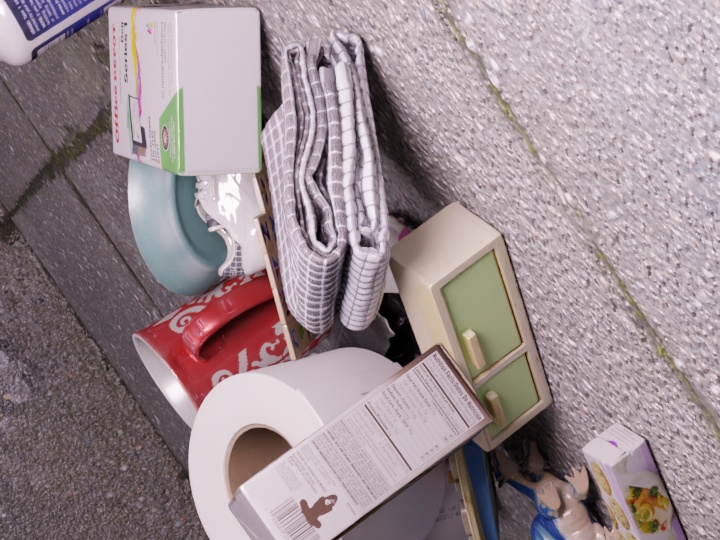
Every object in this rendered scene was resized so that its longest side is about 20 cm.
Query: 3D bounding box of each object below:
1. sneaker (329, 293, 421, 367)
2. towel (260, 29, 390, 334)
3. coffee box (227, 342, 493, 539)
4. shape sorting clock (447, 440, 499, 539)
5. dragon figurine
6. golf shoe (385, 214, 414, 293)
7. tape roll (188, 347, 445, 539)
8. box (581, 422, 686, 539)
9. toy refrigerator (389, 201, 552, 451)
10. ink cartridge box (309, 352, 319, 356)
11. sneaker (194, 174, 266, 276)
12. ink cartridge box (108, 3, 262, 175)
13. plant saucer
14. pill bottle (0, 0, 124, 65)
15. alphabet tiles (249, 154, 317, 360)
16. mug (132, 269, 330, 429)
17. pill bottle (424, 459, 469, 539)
[{"bbox_3d":[0.019,0.067,1.765,0.104,0.060,0.200,51,161,28],"label":"sneaker"},{"bbox_3d":[-0.029,-0.068,1.437,0.166,0.085,0.201,95,168,-67],"label":"towel"},{"bbox_3d":[-0.002,0.155,1.469,0.080,0.200,0.114,54,164,6],"label":"coffee box"},{"bbox_3d":[0.098,0.184,1.645,0.200,0.039,0.201,-8,-90,-84],"label":"shape sorting clock"},{"bbox_3d":[0.187,0.230,1.608,0.201,0.059,0.099,57,167,8],"label":"dragon figurine"},{"bbox_3d":[0.000,0.000,1.628,0.076,0.091,0.200,59,162,-10],"label":"golf shoe"},{"bbox_3d":[-0.040,0.180,1.659,0.202,0.139,0.204,8,103,41],"label":"tape roll"},{"bbox_3d":[0.234,0.212,1.472,0.041,0.039,0.201,33,154,55],"label":"box"},{"bbox_3d":[0.093,0.050,1.486,0.070,0.076,0.201,38,157,44],"label":"toy refrigerator"},{"bbox_3d":[-0.008,0.180,1.860,0.087,0.146,0.200,23,180,-23],"label":"ink cartridge box"},{"bbox_3d":[-0.130,-0.094,1.786,0.076,0.080,0.201,154,97,-82],"label":"sneaker"},{"bbox_3d":[-0.163,-0.169,1.664,0.200,0.083,0.146,-160,68,-64],"label":"ink cartridge box"},{"bbox_3d":[-0.162,-0.075,1.835,0.036,0.200,0.201,-2,130,29],"label":"plant saucer"},{"bbox_3d":[-0.331,-0.276,1.816,0.116,0.200,0.116,48,163,20],"label":"pill bottle"},{"bbox_3d":[-0.073,-0.029,1.714,0.167,0.008,0.201,-46,-59,-76],"label":"alphabet tiles"},{"bbox_3d":[-0.112,0.066,1.887,0.134,0.200,0.177,58,163,-12],"label":"mug"},{"bbox_3d":[0.049,0.234,1.931,0.109,0.109,0.200,60,164,-20],"label":"pill bottle"}]
